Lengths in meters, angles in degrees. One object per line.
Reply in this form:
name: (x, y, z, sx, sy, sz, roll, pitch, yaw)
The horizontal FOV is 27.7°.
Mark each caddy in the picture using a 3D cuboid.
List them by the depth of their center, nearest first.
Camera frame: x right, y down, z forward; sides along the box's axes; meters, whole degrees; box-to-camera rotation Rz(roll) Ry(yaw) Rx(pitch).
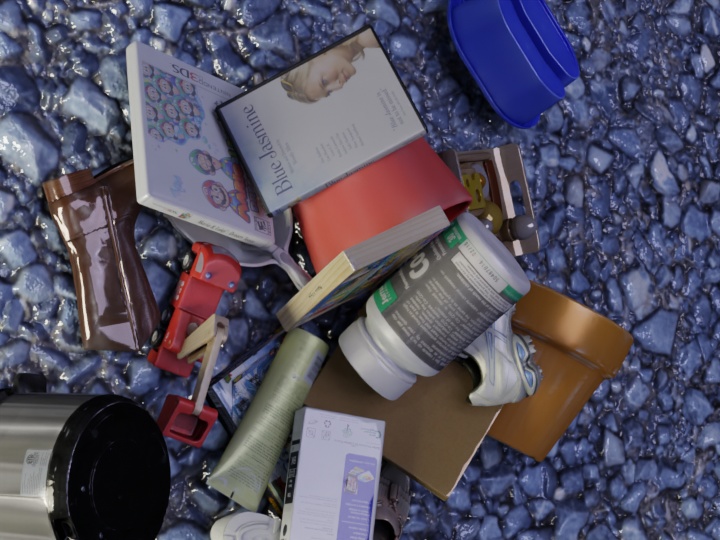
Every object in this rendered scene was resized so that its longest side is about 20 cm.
caddy: (0.187, -0.278, 1.858, 0.201, 0.105, 0.141, 56, 38, -12)

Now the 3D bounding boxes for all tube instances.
tube: (-0.100, 0.161, 1.609, 0.058, 0.052, 0.201, 24, 74, 5)

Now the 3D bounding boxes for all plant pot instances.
plant pot: (0.002, -0.104, 1.673, 0.199, 0.200, 0.178, -26, 81, -31)
plant pot: (0.203, 0.123, 1.772, 0.199, 0.200, 0.184, 29, 85, -25)

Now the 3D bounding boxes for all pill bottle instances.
pill bottle: (0.079, 0.042, 1.593, 0.200, 0.113, 0.113, -43, 109, 11)

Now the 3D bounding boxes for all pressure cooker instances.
pressure cooker: (-0.309, 0.204, 1.440, 0.176, 0.198, 0.180, -59, 136, -44)

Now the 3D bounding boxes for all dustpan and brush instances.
dustpan and brush: (-0.112, -0.036, 1.664, 0.140, 0.057, 0.201, -45, 107, -28)

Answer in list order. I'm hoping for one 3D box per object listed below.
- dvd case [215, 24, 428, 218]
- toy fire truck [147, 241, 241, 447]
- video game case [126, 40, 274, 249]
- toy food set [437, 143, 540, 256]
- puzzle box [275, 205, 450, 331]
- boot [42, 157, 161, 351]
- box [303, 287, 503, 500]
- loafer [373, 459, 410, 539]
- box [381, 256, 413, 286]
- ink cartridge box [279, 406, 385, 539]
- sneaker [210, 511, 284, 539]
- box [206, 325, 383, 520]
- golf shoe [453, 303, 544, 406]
dvd case: (-0.044, -0.165, 1.597, 0.199, 0.018, 0.143, -28, 74, 2)
toy fire truck: (-0.174, 0.074, 1.559, 0.048, 0.141, 0.201, 23, 90, -28)
video game case: (-0.174, -0.136, 1.597, 0.181, 0.024, 0.202, 21, 51, -43)
toy food set: (0.164, -0.083, 1.802, 0.200, 0.060, 0.145, -12, 90, -62)
puzzle box: (0.000, 0.000, 1.565, 0.132, 0.200, 0.026, -27, 83, -30)
boot: (-0.239, -0.021, 1.586, 0.185, 0.064, 0.202, -19, 94, -28)
box: (0.056, 0.139, 1.664, 0.199, 0.021, 0.164, 33, 72, 3)
loafer: (0.019, 0.308, 1.697, 0.072, 0.063, 0.201, 33, 68, -23)
box: (0.061, 0.081, 1.746, 0.121, 0.032, 0.202, 28, 79, -37)
ink cartridge box: (-0.033, 0.255, 1.580, 0.099, 0.039, 0.202, 13, 73, -21)
sneaker: (-0.071, 0.317, 1.615, 0.199, 0.080, 0.077, 28, 69, -16)
box: (-0.077, 0.178, 1.670, 0.137, 0.040, 0.201, -36, 102, -29)
golf shoe: (0.131, 0.058, 1.654, 0.096, 0.078, 0.202, -17, 73, -8)
